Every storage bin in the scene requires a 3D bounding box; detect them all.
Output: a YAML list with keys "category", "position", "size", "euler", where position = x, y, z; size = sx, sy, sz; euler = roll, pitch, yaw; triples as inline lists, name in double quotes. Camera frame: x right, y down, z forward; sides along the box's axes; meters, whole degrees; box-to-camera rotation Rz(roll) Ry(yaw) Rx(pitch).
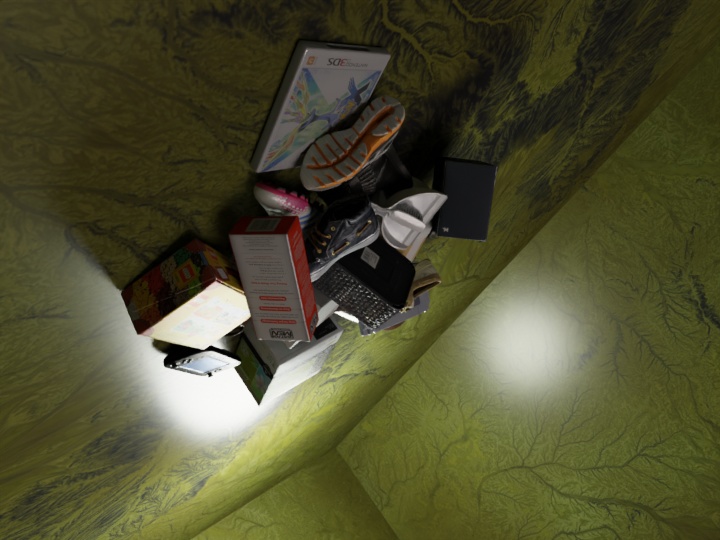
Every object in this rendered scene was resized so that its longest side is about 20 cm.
- category: "storage bin"
  position: [0.000, 0.000, 1.101]
  size: [0.094, 0.199, 0.137]
  euler: [-40, -163, 44]

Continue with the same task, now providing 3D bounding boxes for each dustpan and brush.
- category: "dustpan and brush"
  position: [0.064, -0.105, 1.019]
  size: [0.197, 0.058, 0.140]
  euler: [19, 122, -32]

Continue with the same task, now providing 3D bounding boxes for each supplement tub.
- category: "supplement tub"
  position: [0.071, -0.090, 1.192]
  size: [0.143, 0.145, 0.202]
  euler: [-26, 156, -36]

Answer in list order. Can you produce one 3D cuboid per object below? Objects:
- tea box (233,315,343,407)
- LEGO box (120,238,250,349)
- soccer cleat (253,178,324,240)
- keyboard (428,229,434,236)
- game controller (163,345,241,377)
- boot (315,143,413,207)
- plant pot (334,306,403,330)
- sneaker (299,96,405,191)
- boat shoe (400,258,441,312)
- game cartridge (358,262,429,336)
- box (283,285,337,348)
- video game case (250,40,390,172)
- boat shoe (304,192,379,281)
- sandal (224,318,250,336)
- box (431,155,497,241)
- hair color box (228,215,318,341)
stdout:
- category: "tea box"
  position: [-0.176, 0.185, 1.315]
  size: [0.198, 0.134, 0.198]
  euler: [-23, 153, -41]
- category: "LEGO box"
  position: [-0.262, 0.047, 0.905]
  size: [0.147, 0.078, 0.200]
  euler: [-34, 161, 3]
- category: "soccer cleat"
  position: [-0.118, -0.089, 0.913]
  size: [0.088, 0.069, 0.199]
  euler: [-67, 159, 4]
- category: "keyboard"
  position: [0.121, -0.097, 1.339]
  size: [0.103, 0.040, 0.199]
  euler: [-28, -171, -17]
- category: "game controller"
  position: [-0.321, 0.187, 1.142]
  size: [0.102, 0.043, 0.200]
  euler: [-11, 162, 7]
- category: "boot"
  position: [0.006, -0.154, 1.020]
  size: [0.158, 0.079, 0.211]
  euler: [-49, 151, 0]
- category: "plant pot"
  position: [0.003, 0.051, 1.354]
  size: [0.197, 0.189, 0.188]
  euler: [6, 132, -46]
- category: "sneaker"
  position: [-0.009, -0.186, 0.871]
  size: [0.198, 0.079, 0.077]
  euler: [-37, 170, -11]
- category: "boat shoe"
  position: [0.097, 0.054, 1.224]
  size: [0.199, 0.067, 0.074]
  euler: [-38, 161, -12]
- category: "game cartridge"
  position: [0.073, 0.057, 1.290]
  size: [0.196, 0.041, 0.137]
  euler: [-18, 110, -29]
- category: "box"
  position: [-0.104, 0.054, 1.167]
  size: [0.125, 0.097, 0.200]
  euler: [-51, 173, 27]
- category: "video game case"
  position: [-0.058, -0.236, 0.812]
  size: [0.180, 0.022, 0.201]
  euler: [-21, 152, -47]
- category: "boat shoe"
  position: [-0.062, -0.056, 0.927]
  size: [0.198, 0.071, 0.091]
  euler: [-32, 147, -6]
- category: "sandal"
  position: [-0.261, 0.104, 1.089]
  size: [0.199, 0.058, 0.080]
  euler: [-29, 158, -34]
- category: "box"
  position: [0.211, -0.159, 1.175]
  size: [0.200, 0.104, 0.152]
  euler: [-80, 176, -76]
- category: "hair color box"
  position: [-0.135, 0.016, 0.891]
  size: [0.062, 0.099, 0.204]
  euler: [-69, 156, -56]
